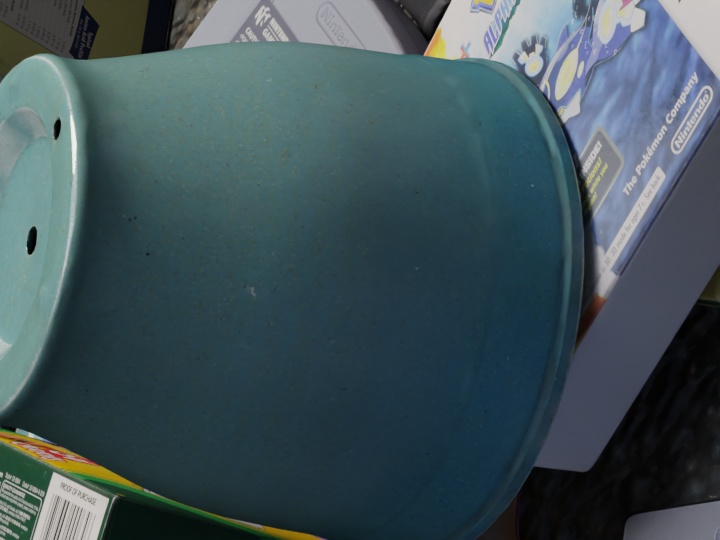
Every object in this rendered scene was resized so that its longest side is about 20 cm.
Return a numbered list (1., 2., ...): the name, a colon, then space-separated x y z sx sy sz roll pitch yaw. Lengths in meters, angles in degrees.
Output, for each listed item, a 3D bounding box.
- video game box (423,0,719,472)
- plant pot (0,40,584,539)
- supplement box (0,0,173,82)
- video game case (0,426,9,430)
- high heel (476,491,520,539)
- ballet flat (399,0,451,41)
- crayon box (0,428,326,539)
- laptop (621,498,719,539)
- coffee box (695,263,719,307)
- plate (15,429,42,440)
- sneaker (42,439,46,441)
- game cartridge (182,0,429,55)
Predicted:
1. video game box: 0.083 -0.057 0.831 0.200 0.047 0.182 -63 32 30
2. plant pot: -0.050 0.002 0.811 0.200 0.188 0.200 -28 58 56
3. supplement box: -0.234 -0.185 1.350 0.134 0.200 0.200 -15 57 38
4. video game case: -0.264 0.016 1.334 0.022 0.182 0.200 -23 33 -5
5. high heel: 0.047 0.089 0.882 0.200 0.067 0.096 -99 32 -60
6. ballet flat: 0.092 -0.152 0.976 0.200 0.073 0.073 -22 52 43
7. crayon box: -0.082 0.125 0.955 0.200 0.172 0.058 12 85 59
8. laptop: 0.106 0.144 0.702 0.200 0.116 0.188 -19 55 52
9. coffee box: 0.131 -0.086 0.846 0.123 0.044 0.200 11 92 58
10. plate: -0.187 0.122 1.209 0.200 0.026 0.200 -162 90 -79
11. sneaker: -0.123 0.072 1.101 0.075 0.078 0.200 144 126 -64
12. game cartridge: -0.024 -0.073 1.034 0.133 0.042 0.200 -48 44 16
